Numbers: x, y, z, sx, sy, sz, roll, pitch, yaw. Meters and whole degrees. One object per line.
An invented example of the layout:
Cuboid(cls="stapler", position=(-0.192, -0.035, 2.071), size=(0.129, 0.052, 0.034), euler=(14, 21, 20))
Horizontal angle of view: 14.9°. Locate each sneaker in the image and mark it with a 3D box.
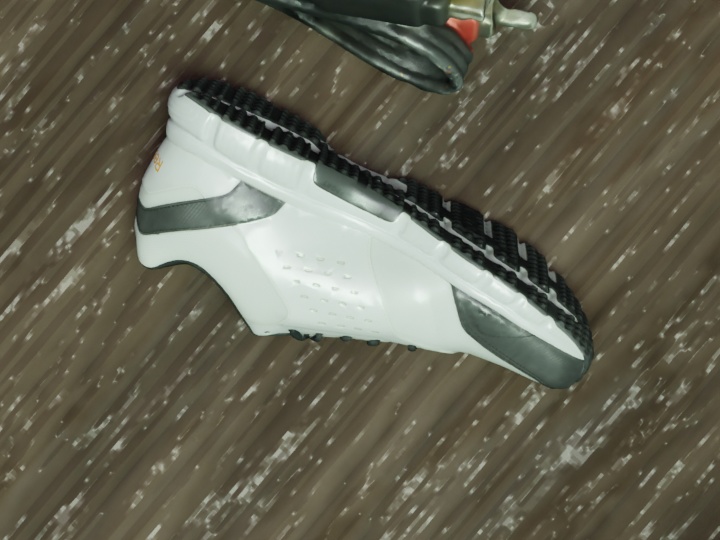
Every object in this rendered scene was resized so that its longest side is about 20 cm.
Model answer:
Cuboid(cls="sneaker", position=(0.000, 0.000, 1.114), size=(0.199, 0.074, 0.080), euler=(28, 105, 0))

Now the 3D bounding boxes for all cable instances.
Cuboid(cls="cable", position=(-0.023, -0.126, 1.113), size=(0.199, 0.097, 0.050), euler=(15, 59, 14))
